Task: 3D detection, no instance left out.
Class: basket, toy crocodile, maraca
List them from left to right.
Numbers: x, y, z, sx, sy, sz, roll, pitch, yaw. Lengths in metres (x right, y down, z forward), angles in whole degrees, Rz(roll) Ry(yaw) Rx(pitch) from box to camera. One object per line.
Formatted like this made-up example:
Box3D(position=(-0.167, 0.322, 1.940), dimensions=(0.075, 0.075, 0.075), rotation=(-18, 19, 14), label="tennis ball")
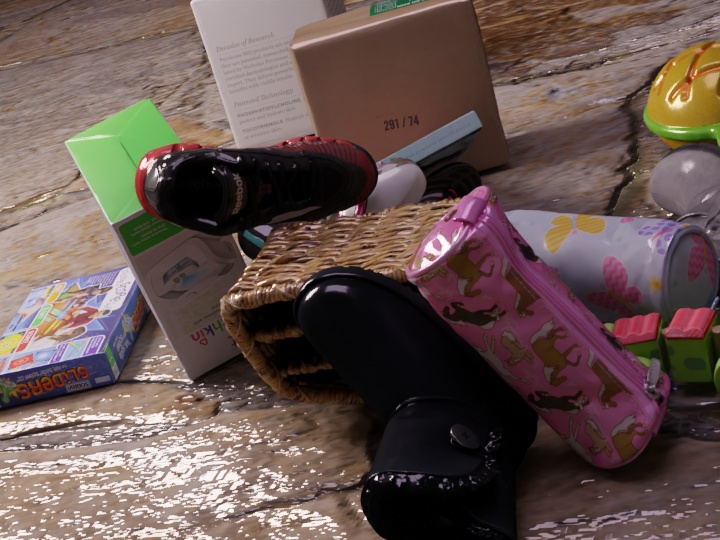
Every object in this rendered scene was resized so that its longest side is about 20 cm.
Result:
Box3D(position=(0.014, 0.042, 1.122), dimensions=(0.197, 0.144, 0.149), rotation=(-8, 20, 16), label="basket")
Box3D(position=(0.229, 0.053, 1.045), dimensions=(0.198, 0.062, 0.068), rotation=(-7, 24, 27), label="toy crocodile")
Box3D(position=(0.341, -0.152, 1.374), dimensions=(0.136, 0.108, 0.200), rotation=(-30, 24, -9), label="maraca")

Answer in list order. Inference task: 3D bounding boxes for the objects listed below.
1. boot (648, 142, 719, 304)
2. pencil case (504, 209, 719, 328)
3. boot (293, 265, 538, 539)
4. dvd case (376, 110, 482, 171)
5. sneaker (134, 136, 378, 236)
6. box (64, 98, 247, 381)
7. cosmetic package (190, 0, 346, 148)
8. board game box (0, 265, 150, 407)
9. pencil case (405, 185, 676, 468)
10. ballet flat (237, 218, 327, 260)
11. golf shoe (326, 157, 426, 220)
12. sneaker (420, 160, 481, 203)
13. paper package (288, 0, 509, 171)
Box3D(position=(0.273, -0.041, 1.229), dimensions=(0.131, 0.070, 0.199), rotation=(-32, 21, -19), label="boot")
Box3D(position=(0.178, 0.003, 1.165), dimensions=(0.198, 0.092, 0.083), rotation=(4, 35, 43), label="pencil case")
Box3D(position=(0.027, 0.095, 0.968), dimensions=(0.077, 0.199, 0.168), rotation=(-52, 4, 27), label="boot")
Box3D(position=(0.037, -0.089, 1.438), dimensions=(0.145, 0.022, 0.200), rotation=(-29, -6, -9), label="dvd case")
Box3D(position=(-0.080, -0.066, 1.187), dimensions=(0.198, 0.072, 0.098), rotation=(-3, 13, -9), label="sneaker")
Box3D(position=(-0.171, -0.033, 1.354), dimensions=(0.096, 0.178, 0.200), rotation=(-27, 34, -9), label="box")
Box3D(position=(-0.098, -0.287, 1.898), dimensions=(0.164, 0.202, 0.168), rotation=(-14, 22, 10), label="cosmetic package")
Box3D(position=(-0.281, 0.060, 1.452), dimensions=(0.134, 0.035, 0.200), rotation=(-13, 23, 12), label="board game box")
Box3D(position=(0.117, 0.038, 0.979), dimensions=(0.086, 0.200, 0.083), rotation=(-43, 10, 18), label="pencil case")
Box3D(position=(-0.068, -0.031, 1.361), dimensions=(0.068, 0.069, 0.200), rotation=(27, 2, 8), label="ballet flat")
Box3D(position=(0.000, 0.000, 1.258), dimensions=(0.092, 0.072, 0.201), rotation=(37, 93, 34), label="golf shoe")
Box3D(position=(0.072, -0.033, 1.353), dimensions=(0.087, 0.074, 0.200), rotation=(0, 33, 37), label="sneaker")
Box3D(position=(0.041, -0.186, 1.572), dimensions=(0.197, 0.193, 0.104), rotation=(-14, 22, 6), label="paper package")
